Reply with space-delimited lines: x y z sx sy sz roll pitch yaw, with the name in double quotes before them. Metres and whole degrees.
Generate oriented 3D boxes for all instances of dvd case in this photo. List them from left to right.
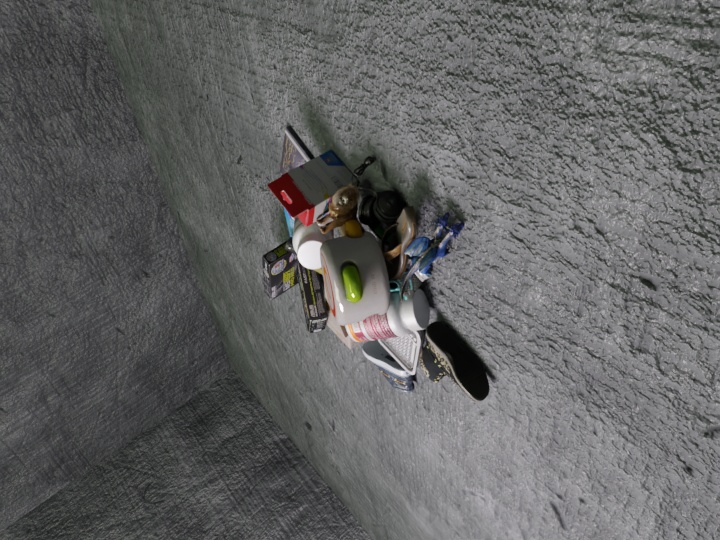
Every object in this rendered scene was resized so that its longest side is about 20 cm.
"dvd case" -0.174 -0.281 1.483 0.150 0.016 0.201 53 153 15

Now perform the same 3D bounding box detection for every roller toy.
"roller toy" -0.009 0.013 1.167 0.186 0.134 0.204 89 165 -48

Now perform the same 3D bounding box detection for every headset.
"headset" 0.050 -0.148 1.182 0.122 0.095 0.202 -4 129 54

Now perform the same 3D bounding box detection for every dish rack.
"dish rack" 0.106 0.165 1.407 0.171 0.043 0.204 42 149 30

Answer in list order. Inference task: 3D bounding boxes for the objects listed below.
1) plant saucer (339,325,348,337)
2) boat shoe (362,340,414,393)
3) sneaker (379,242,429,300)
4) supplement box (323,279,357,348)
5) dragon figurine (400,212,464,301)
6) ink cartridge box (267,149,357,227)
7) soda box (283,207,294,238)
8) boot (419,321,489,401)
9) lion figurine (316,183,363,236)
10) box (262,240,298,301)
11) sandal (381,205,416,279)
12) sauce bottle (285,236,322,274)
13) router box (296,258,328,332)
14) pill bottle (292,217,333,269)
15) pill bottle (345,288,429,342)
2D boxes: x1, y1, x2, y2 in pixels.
"plant saucer" -0.050 0.070 1.389 0.200 0.033 0.209 -16 -89 -87
"boat shoe" 0.078 0.283 1.543 0.197 0.070 0.094 26 135 46
"sneaker" 0.068 0.001 1.232 0.077 0.093 0.198 37 175 -42
"supplement box" -0.044 0.117 1.591 0.125 0.072 0.205 41 147 34
"dragon figurine" 0.128 -0.031 1.061 0.059 0.199 0.099 49 -170 20
"ink cartridge box" -0.115 -0.189 1.264 0.117 0.197 0.068 48 152 18
"soda box" -0.172 -0.150 1.532 0.067 0.064 0.204 32 149 27
"boot" 0.216 0.237 1.257 0.206 0.072 0.156 53 156 22
"lion figurine" -0.026 -0.096 1.251 0.204 0.120 0.073 61 179 -32
"box" -0.242 -0.010 1.720 0.044 0.158 0.203 43 149 22
"sandal" 0.073 -0.056 1.112 0.202 0.052 0.084 107 153 -58
"sauce bottle" -0.125 -0.034 1.521 0.195 0.066 0.065 30 148 7
"router box" -0.153 0.075 1.659 0.151 0.060 0.208 110 148 -69
"pill bottle" -0.121 -0.096 1.371 0.203 0.106 0.114 -96 -5 -54
"pill bottle" 0.063 0.107 1.278 0.194 0.110 0.113 -11 111 33
